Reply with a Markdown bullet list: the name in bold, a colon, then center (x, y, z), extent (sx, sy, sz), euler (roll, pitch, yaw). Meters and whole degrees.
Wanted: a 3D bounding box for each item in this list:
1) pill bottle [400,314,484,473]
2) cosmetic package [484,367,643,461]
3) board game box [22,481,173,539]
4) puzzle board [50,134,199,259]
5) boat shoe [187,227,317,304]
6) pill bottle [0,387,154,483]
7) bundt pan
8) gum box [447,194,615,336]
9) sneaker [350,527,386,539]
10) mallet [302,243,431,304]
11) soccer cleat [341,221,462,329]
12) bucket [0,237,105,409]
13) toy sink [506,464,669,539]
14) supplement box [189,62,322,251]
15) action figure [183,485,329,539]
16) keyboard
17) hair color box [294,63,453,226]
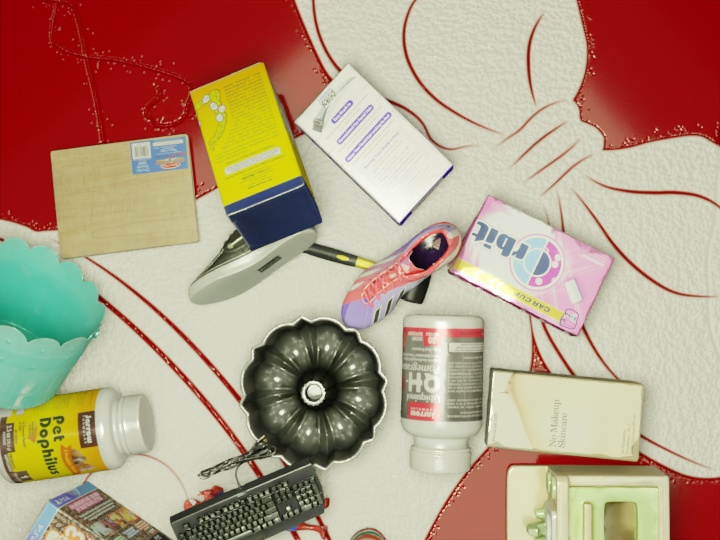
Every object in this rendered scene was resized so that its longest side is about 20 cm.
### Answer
- **pill bottle**: center (0.107, 0.160, 1.399), extent (0.109, 0.111, 0.203), euler (1, 87, 4)
- **cosmetic package**: center (0.267, 0.189, 1.407), extent (0.197, 0.073, 0.105), euler (4, 88, 3)
- **board game box**: center (-0.328, 0.382, 1.392), extent (0.199, 0.159, 0.098), euler (33, 90, 5)
- **puzzle board**: center (-0.329, -0.103, 1.485), extent (0.197, 0.017, 0.153), euler (-7, 86, 3)
- **boat shoe**: center (-0.153, -0.023, 1.449), extent (0.198, 0.071, 0.064), euler (-31, 65, 5)
- **pill bottle**: center (-0.383, 0.219, 1.427), extent (0.197, 0.109, 0.111), euler (-9, 87, 3)
- **bundt pan**: center (-0.060, 0.160, 1.424), extent (0.199, 0.076, 0.205), euler (0, 90, 4)
- **gum box**: center (0.222, -0.008, 1.420), extent (0.198, 0.066, 0.115), euler (27, 88, 4)
- **sneaker**: center (0.047, 0.437, 1.399), extent (0.070, 0.093, 0.201), euler (-33, 86, 2)
- **mallet**: center (0.000, 0.000, 1.453), extent (0.197, 0.041, 0.067), euler (8, 90, 9)
- **soccer cleat**: center (0.048, 0.006, 1.386), extent (0.199, 0.076, 0.067), euler (-37, 83, 12)
- **bucket**: center (-0.450, 0.070, 1.385), extent (0.206, 0.207, 0.136), euler (36, 116, 4)
- **toy sink**: center (0.292, 0.325, 1.379), extent (0.197, 0.112, 0.133), euler (1, 87, 4)
- **supplement box**: center (-0.137, -0.149, 1.396), extent (0.108, 0.109, 0.202), euler (-21, 63, 2)
- **action figure**: center (-0.145, 0.325, 1.417), extent (0.197, 0.099, 0.066), euler (4, 87, 6)
- **keyboard**: center (-0.151, 0.294, 1.371), extent (0.198, 0.021, 0.129), euler (-23, 99, -4)
- **hair color box**: center (0.019, -0.169, 1.443), extent (0.200, 0.065, 0.109), euler (44, 91, 3)
